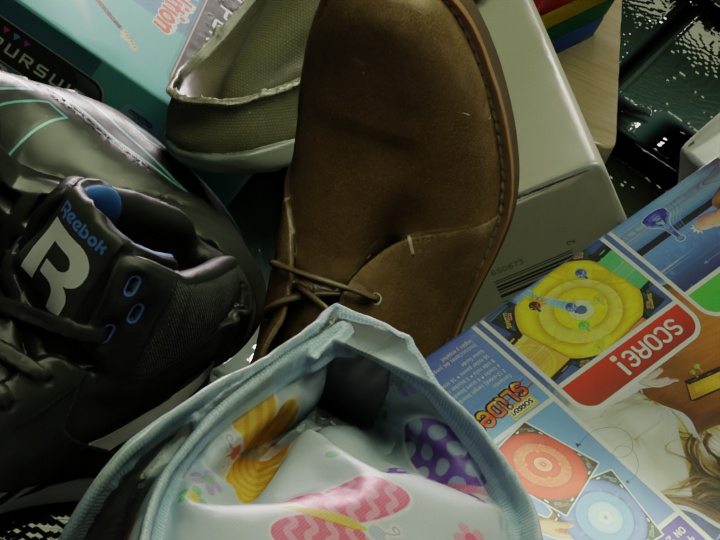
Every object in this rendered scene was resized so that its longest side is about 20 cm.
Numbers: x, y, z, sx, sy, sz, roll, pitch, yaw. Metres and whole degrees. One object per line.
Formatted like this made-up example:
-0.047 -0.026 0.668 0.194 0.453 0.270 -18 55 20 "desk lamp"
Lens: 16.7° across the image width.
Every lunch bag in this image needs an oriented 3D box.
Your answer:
-0.034 0.130 0.600 0.127 0.170 0.200 18 39 -9 "lunch bag"

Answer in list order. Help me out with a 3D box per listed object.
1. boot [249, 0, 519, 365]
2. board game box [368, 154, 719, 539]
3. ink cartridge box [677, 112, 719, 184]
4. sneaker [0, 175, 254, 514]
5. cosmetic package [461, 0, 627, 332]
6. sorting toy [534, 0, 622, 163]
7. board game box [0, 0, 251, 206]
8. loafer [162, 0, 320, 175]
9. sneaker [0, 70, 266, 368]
0.000 0.000 0.764 0.073 0.201 0.075 19 34 19 "boot"
0.118 0.037 0.682 0.200 0.035 0.135 -32 62 -31 "board game box"
0.183 0.030 0.848 0.084 0.200 0.145 -38 66 -14 "ink cartridge box"
-0.117 0.026 0.723 0.073 0.112 0.200 44 38 23 "sneaker"
0.049 -0.042 0.902 0.073 0.104 0.200 -23 35 4 "cosmetic package"
0.035 -0.157 1.098 0.199 0.070 0.199 23 35 -9 "sorting toy"
-0.116 -0.120 0.933 0.200 0.047 0.151 34 33 -12 "board game box"
-0.003 -0.111 0.869 0.075 0.070 0.200 15 51 42 "loafer"
-0.124 -0.032 0.841 0.199 0.076 0.079 30 23 -12 "sneaker"
